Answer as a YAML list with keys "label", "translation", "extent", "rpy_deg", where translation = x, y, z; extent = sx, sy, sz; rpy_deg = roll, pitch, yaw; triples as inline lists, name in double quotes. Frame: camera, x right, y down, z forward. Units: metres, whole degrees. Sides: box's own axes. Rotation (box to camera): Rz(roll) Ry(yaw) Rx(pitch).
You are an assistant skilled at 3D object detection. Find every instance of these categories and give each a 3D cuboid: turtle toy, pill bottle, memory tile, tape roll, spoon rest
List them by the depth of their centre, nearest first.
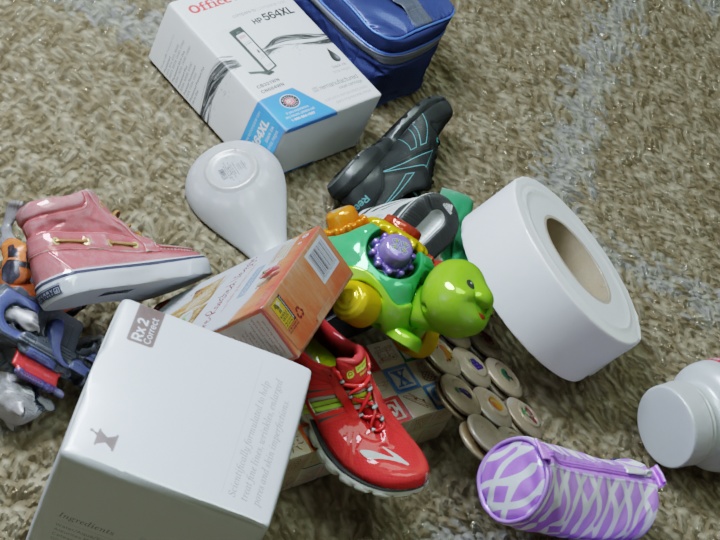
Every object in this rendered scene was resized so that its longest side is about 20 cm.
- label: "turtle toy"
  translation: [0.030, 0.010, 1.545]
  extent: [0.200, 0.101, 0.146]
  rpy_deg: [32, 1, 35]
- label: "memory tile"
  translation: [0.114, 0.110, 1.635]
  extent: [0.153, 0.017, 0.200]
  rpy_deg: [22, 32, -45]
- label: "spoon rest"
  translation: [-0.104, -0.050, 1.701]
  extent: [0.099, 0.061, 0.200]
  rpy_deg: [-24, 54, -8]
- label: "tape roll"
  translation: [0.189, 0.008, 1.719]
  extent: [0.202, 0.071, 0.203]
  rpy_deg: [44, 23, -23]
- label: "pill bottle"
  translation: [0.374, 0.137, 1.725]
  extent: [0.200, 0.111, 0.111]
  rpy_deg: [-9, 55, -33]

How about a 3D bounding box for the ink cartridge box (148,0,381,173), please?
- label: "ink cartridge box"
  translation: [-0.101, -0.205, 1.827]
  extent: [0.146, 0.084, 0.200]
  rpy_deg: [-26, 66, -40]

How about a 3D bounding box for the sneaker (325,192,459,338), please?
- label: "sneaker"
  translation: [0.000, 0.000, 1.707]
  extent: [0.200, 0.115, 0.076]
  rpy_deg: [-40, 104, -15]

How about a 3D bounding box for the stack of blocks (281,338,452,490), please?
- label: "stack of blocks"
  translation: [-0.024, 0.117, 1.585]
  extent: [0.200, 0.059, 0.115]
  rpy_deg: [-14, 58, -35]

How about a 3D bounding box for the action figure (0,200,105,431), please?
- label: "action figure"
  translation: [-0.268, 0.060, 1.521]
  extent: [0.200, 0.105, 0.194]
  rpy_deg: [42, 43, -30]

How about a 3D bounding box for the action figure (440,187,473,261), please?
- label: "action figure"
  translation: [0.103, 0.004, 1.719]
  extent: [0.118, 0.055, 0.200]
  rpy_deg: [40, 25, -10]

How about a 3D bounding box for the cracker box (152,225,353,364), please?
- label: "cracker box"
  translation: [-0.116, 0.050, 1.467]
  extent: [0.058, 0.200, 0.134]
  rpy_deg: [54, 34, -16]

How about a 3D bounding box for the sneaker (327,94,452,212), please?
- label: "sneaker"
  translation: [0.044, -0.112, 1.835]
  extent: [0.079, 0.075, 0.200]
  rpy_deg: [46, 51, -1]

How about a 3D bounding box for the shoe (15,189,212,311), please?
- label: "shoe"
  translation: [-0.211, -0.023, 1.511]
  extent: [0.200, 0.071, 0.091]
  rpy_deg: [-7, 75, -54]

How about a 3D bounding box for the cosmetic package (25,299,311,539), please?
- label: "cosmetic package"
  translation: [-0.157, 0.166, 1.373]
  extent: [0.165, 0.200, 0.165]
  rpy_deg: [21, 44, -7]

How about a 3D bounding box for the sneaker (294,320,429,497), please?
- label: "sneaker"
  translation: [-0.012, 0.109, 1.494]
  extent: [0.077, 0.085, 0.200]
  rpy_deg: [-26, 65, -39]

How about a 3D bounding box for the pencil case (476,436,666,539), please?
- label: "pencil case"
  translation: [0.191, 0.196, 1.555]
  extent: [0.200, 0.085, 0.084]
  rpy_deg: [14, 47, -47]

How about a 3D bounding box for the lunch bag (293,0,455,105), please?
- label: "lunch bag"
  translation: [-0.002, -0.295, 1.925]
  extent: [0.136, 0.132, 0.200]
  rpy_deg: [-27, 66, -41]
